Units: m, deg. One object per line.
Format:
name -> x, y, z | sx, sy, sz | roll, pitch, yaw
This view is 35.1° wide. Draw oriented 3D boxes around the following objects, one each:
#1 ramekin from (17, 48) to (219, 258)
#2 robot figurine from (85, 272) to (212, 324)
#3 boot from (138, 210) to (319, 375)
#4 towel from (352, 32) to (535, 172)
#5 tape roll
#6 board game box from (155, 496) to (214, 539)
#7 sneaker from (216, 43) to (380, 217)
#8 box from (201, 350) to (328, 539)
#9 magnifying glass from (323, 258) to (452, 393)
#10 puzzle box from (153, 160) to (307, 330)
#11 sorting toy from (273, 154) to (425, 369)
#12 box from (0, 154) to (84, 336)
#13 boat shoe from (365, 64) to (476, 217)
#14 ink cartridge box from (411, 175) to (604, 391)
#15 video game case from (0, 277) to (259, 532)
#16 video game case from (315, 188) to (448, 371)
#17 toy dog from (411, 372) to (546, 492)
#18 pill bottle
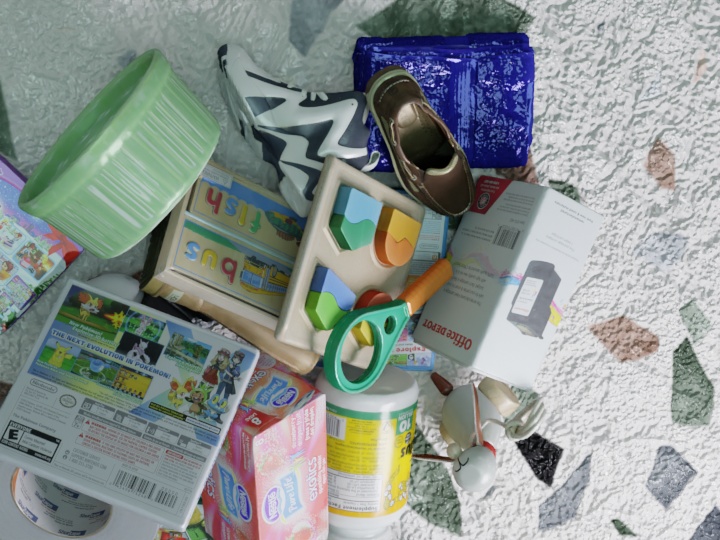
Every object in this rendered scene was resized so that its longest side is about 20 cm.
ramekin -> -0.227, -0.107, 1.099 | 0.098, 0.200, 0.200 | 42, 89, -23
robot figurine -> -0.222, 0.091, 1.167 | 0.200, 0.151, 0.125 | 40, 131, -15
boot -> -0.122, -0.005, 1.190 | 0.199, 0.066, 0.176 | 28, 59, -26
towel -> 0.092, -0.181, 1.227 | 0.199, 0.050, 0.149 | -4, 99, -12
tape roll -> -0.286, 0.205, 1.132 | 0.199, 0.066, 0.201 | 4, 120, 7
board game box -> -0.252, 0.257, 1.237 | 0.199, 0.023, 0.105 | 9, 95, -13
sneaker -> -0.054, -0.166, 1.173 | 0.129, 0.080, 0.200 | -29, 72, -18
box -> -0.099, 0.199, 1.154 | 0.094, 0.102, 0.201 | -28, 134, -36
magnifying glass -> 0.032, 0.050, 1.161 | 0.200, 0.022, 0.080 | -43, 129, -38
puzzle box -> -0.103, -0.017, 1.150 | 0.199, 0.025, 0.134 | 25, 63, -29
sorting toy -> 0.000, 0.000, 1.149 | 0.200, 0.036, 0.186 | 25, 79, -55
box -> -0.392, -0.049, 1.149 | 0.137, 0.039, 0.200 | -45, 105, -2
boat shoe -> 0.069, -0.115, 1.165 | 0.075, 0.075, 0.202 | -38, 132, 3
ink cartridge box -> 0.152, 0.010, 1.211 | 0.083, 0.146, 0.201 | 23, 90, -25
video game case -> -0.219, 0.121, 1.054 | 0.199, 0.022, 0.183 | 20, 66, 4
video game case -> 0.021, 0.010, 1.258 | 0.142, 0.018, 0.201 | 3, 98, -13
toy dog -> 0.109, 0.159, 1.215 | 0.096, 0.200, 0.132 | 39, 84, -2
pill bottle -> -0.001, 0.209, 1.231 | 0.112, 0.113, 0.201 | 2, 106, -12
